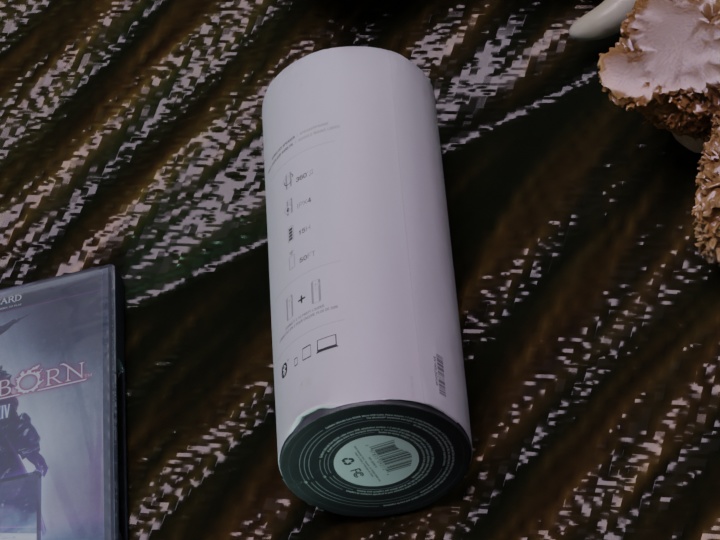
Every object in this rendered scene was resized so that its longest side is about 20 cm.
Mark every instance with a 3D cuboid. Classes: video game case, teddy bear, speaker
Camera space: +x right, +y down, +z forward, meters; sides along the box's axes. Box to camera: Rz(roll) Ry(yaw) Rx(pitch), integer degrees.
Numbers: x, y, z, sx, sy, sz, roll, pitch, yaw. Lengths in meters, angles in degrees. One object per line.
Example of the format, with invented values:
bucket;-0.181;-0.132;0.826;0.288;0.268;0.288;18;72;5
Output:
video game case;-0.171;0.092;1.156;0.143;0.019;0.200;-13;50;9
teddy bear;0.199;-0.056;1.128;0.200;0.067;0.145;10;65;18
speaker;0.000;0.000;1.130;0.081;0.081;0.200;-13;49;9

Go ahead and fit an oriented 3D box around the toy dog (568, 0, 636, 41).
toy dog;0.047;-0.192;1.254;0.200;0.140;0.194;-9;86;10
